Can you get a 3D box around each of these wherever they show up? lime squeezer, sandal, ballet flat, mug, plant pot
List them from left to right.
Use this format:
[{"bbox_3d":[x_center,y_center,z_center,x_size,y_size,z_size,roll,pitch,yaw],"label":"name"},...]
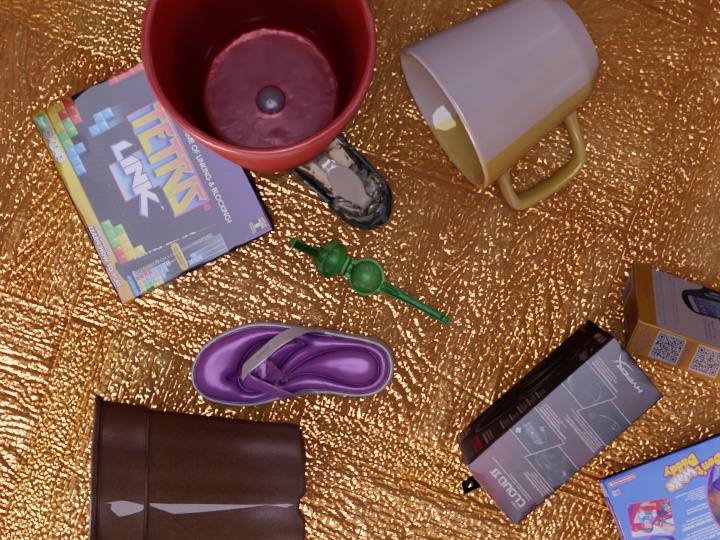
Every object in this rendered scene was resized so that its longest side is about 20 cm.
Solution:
[{"bbox_3d":[-0.153,0.221,1.423,0.195,0.200,0.203,2,94,-8],"label":"plant pot"},{"bbox_3d":[-0.084,-0.175,1.338,0.197,0.177,0.203,0,80,0],"label":"plant pot"},{"bbox_3d":[-0.067,0.090,1.475,0.200,0.050,0.084,-4,94,0],"label":"sandal"},{"bbox_3d":[-0.045,-0.118,1.452,0.199,0.074,0.074,39,93,-2],"label":"ballet flat"},{"bbox_3d":[0.000,0.000,1.465,0.199,0.070,0.038,28,76,-31],"label":"lime squeezer"},{"bbox_3d":[0.141,-0.172,1.433,0.152,0.187,0.150,-33,61,-7],"label":"mug"}]

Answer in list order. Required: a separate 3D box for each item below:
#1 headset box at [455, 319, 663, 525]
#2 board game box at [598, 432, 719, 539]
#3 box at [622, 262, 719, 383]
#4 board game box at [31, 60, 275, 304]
[{"bbox_3d":[0.175,0.146,1.431,0.199,0.149,0.077,-40,93,3],"label":"headset box"},{"bbox_3d":[0.348,0.232,1.476,0.198,0.045,0.136,-20,81,1],"label":"board game box"},{"bbox_3d":[0.347,0.065,1.439,0.198,0.119,0.042,21,118,-2],"label":"box"},{"bbox_3d":[-0.197,-0.094,1.459,0.164,0.057,0.202,-26,94,3],"label":"board game box"}]
